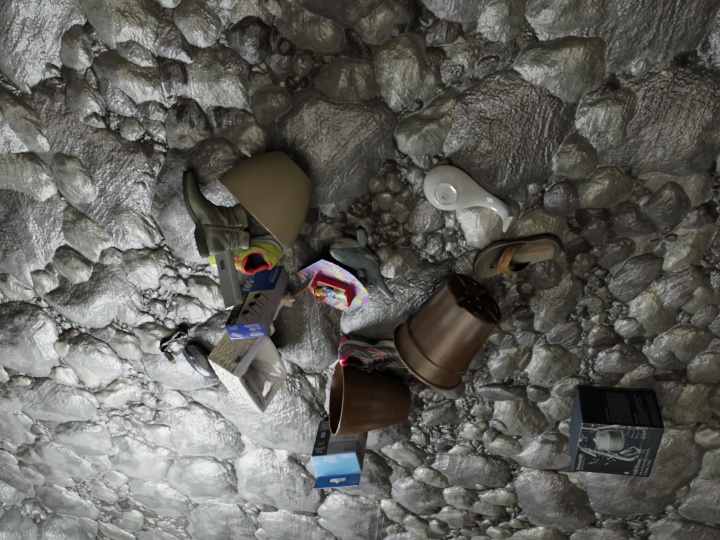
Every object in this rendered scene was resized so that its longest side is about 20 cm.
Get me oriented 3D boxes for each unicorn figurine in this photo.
[{"bbox_3d":[-0.242,0.097,1.508,0.195,0.075,0.139,12,133,-1],"label":"unicorn figurine"}]

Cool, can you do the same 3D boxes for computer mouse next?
[{"bbox_3d":[-0.480,0.256,1.697,0.138,0.047,0.201,-25,119,26],"label":"computer mouse"}]

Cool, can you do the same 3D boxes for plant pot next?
[{"bbox_3d":[0.205,0.130,1.379,0.197,0.202,0.200,28,120,-11],"label":"plant pot"},{"bbox_3d":[-0.176,-0.163,1.240,0.135,0.200,0.200,-45,113,-2],"label":"plant pot"},{"bbox_3d":[0.028,0.345,1.595,0.195,0.189,0.190,7,131,-13],"label":"plant pot"}]

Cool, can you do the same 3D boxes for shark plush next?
[{"bbox_3d":[0.000,0.000,1.377,0.089,0.084,0.202,-19,121,24],"label":"shark plush"}]

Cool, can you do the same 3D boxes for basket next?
[{"bbox_3d":[-0.291,0.251,1.562,0.121,0.137,0.202,19,148,26],"label":"basket"}]

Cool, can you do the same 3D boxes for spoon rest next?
[{"bbox_3d":[0.222,-0.149,1.244,0.197,0.061,0.101,28,128,7],"label":"spoon rest"}]

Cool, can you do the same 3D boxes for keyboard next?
[{"bbox_3d":[-0.312,-0.016,1.389,0.055,0.205,0.011,-22,166,34],"label":"keyboard"}]

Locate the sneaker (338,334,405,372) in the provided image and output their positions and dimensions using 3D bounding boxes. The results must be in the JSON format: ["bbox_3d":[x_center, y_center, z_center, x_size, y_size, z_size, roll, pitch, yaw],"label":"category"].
[{"bbox_3d":[0.039,0.228,1.553,0.194,0.075,0.082,6,129,6],"label":"sneaker"}]

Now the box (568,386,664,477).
[{"bbox_3d":[0.647,0.413,1.544,0.191,0.125,0.204,2,128,12],"label":"box"}]

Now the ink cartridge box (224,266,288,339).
[{"bbox_3d":[-0.238,0.072,1.406,0.092,0.202,0.045,-6,126,16],"label":"ink cartridge box"}]

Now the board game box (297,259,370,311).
[{"bbox_3d":[-0.070,0.053,1.409,0.157,0.039,0.199,40,150,-17],"label":"board game box"}]

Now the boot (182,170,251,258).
[{"bbox_3d":[-0.317,-0.135,1.348,0.127,0.068,0.205,-14,102,-5],"label":"boot"}]

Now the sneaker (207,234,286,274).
[{"bbox_3d":[-0.276,-0.031,1.405,0.195,0.091,0.079,-7,128,18],"label":"sneaker"}]

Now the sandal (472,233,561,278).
[{"bbox_3d":[0.338,-0.023,1.309,0.195,0.055,0.083,-11,125,19],"label":"sandal"}]

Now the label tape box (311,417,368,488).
[{"bbox_3d":[-0.061,0.510,1.710,0.140,0.202,0.067,-12,123,19],"label":"label tape box"}]
